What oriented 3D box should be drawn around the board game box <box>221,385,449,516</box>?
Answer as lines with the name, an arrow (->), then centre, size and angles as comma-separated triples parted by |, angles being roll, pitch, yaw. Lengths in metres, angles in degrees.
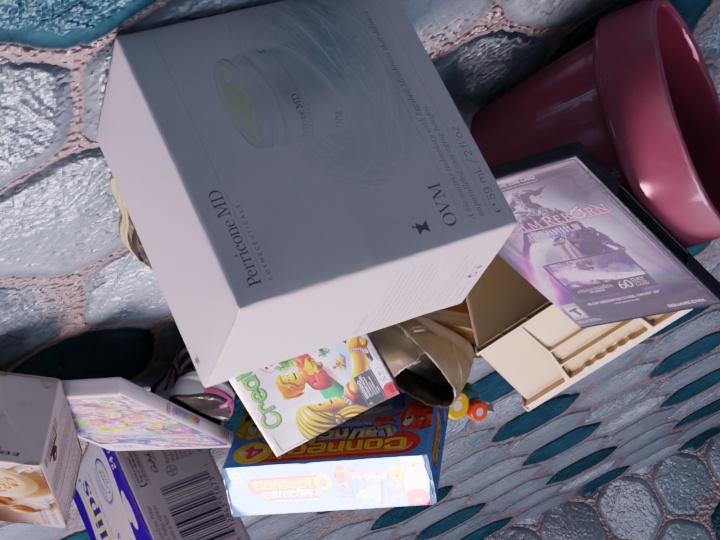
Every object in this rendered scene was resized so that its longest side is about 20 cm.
board game box -> -0.018, 0.157, 1.387 | 0.199, 0.056, 0.196 | -6, -156, 10

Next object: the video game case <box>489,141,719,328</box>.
video game case -> 0.173, -0.022, 1.114 | 0.142, 0.019, 0.200 | -14, 138, 45

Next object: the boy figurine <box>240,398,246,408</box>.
boy figurine -> -0.075, 0.080, 1.370 | 0.064, 0.125, 0.200 | -6, -174, 4

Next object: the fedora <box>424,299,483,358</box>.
fedora -> 0.080, 0.040, 1.449 | 0.199, 0.082, 0.201 | 6, 170, 1

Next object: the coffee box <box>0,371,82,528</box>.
coffee box -> -0.314, 0.157, 1.230 | 0.114, 0.080, 0.200 | 8, 155, -2

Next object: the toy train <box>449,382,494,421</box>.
toy train -> 0.052, 0.113, 1.547 | 0.199, 0.056, 0.150 | 12, -175, 10

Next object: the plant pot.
plant pot -> 0.196, -0.102, 1.160 | 0.178, 0.201, 0.200 | -17, 166, 26

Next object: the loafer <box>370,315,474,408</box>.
loafer -> 0.025, 0.069, 1.315 | 0.199, 0.069, 0.076 | 23, 130, -23

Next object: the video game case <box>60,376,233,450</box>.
video game case -> -0.226, 0.136, 1.305 | 0.142, 0.018, 0.200 | -5, 159, 24

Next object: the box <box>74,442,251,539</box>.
box -> -0.219, 0.264, 1.520 | 0.104, 0.185, 0.200 | -17, 158, -28

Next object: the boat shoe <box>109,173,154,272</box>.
boat shoe -> -0.145, -0.025, 1.073 | 0.073, 0.065, 0.200 | -26, 161, -4

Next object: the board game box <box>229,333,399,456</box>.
board game box -> -0.065, 0.053, 1.224 | 0.126, 0.201, 0.035 | -28, -155, 3

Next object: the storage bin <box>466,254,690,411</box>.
storage bin -> 0.192, -0.013, 1.310 | 0.198, 0.201, 0.094 | -34, 125, 20

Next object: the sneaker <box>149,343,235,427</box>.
sneaker -> -0.150, 0.102, 1.367 | 0.080, 0.087, 0.200 | 23, 163, -18

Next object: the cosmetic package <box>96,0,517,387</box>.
cosmetic package -> -0.041, -0.061, 0.917 | 0.199, 0.200, 0.123 | -18, 159, -23
